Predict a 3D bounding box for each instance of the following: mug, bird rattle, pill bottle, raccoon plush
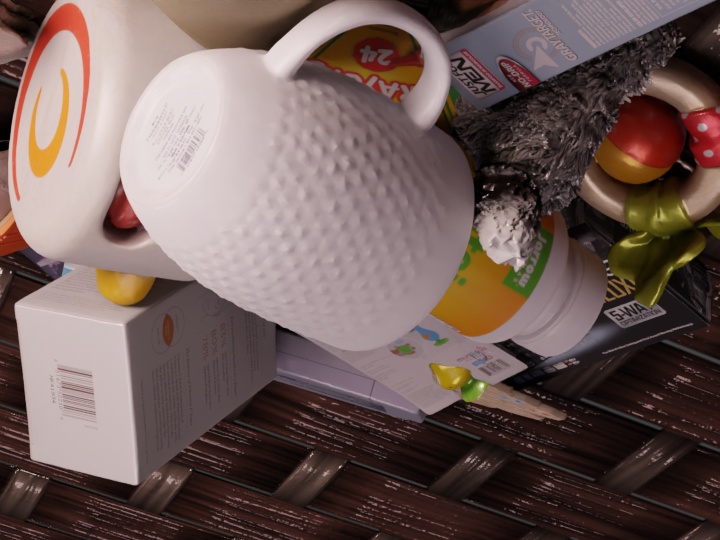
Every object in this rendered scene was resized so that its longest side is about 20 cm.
[{"bbox_3d":[-0.029,-0.068,0.940,0.175,0.148,0.200,25,112,-41],"label":"mug"},{"bbox_3d":[0.207,-0.078,1.100,0.162,0.113,0.200,30,141,0],"label":"bird rattle"},{"bbox_3d":[0.070,-0.019,1.116,0.199,0.112,0.111,29,142,-28],"label":"pill bottle"},{"bbox_3d":[0.137,-0.090,1.004,0.096,0.201,0.134,33,121,-27],"label":"raccoon plush"}]

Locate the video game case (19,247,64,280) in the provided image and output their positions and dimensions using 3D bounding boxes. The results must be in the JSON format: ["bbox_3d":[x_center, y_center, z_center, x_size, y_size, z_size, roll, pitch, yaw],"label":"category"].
[{"bbox_3d":[-0.198,-0.009,1.375,0.142,0.019,0.200,-15,137,32],"label":"video game case"}]

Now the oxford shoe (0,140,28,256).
[{"bbox_3d":[-0.272,-0.060,1.283,0.199,0.073,0.071,-28,173,39],"label":"oxford shoe"}]

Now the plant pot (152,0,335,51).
[{"bbox_3d":[-0.067,-0.206,0.934,0.185,0.189,0.200,9,158,2],"label":"plant pot"}]

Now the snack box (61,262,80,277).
[{"bbox_3d":[-0.204,0.050,1.412,0.115,0.037,0.201,14,145,-7],"label":"snack box"}]

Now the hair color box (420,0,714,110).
[{"bbox_3d":[0.132,-0.181,0.963,0.199,0.100,0.060,-23,133,39],"label":"hair color box"}]

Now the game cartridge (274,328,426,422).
[{"bbox_3d":[-0.038,0.081,1.381,0.198,0.042,0.133,17,168,6],"label":"game cartridge"}]

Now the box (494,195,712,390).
[{"bbox_3d":[0.148,0.014,1.283,0.199,0.050,0.157,-23,135,40],"label":"box"}]

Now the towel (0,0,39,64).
[{"bbox_3d":[-0.292,-0.153,1.074,0.131,0.035,0.200,-11,178,7],"label":"towel"}]

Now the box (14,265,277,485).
[{"bbox_3d":[-0.153,0.053,1.221,0.097,0.200,0.126,9,113,26],"label":"box"}]

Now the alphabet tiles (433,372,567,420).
[{"bbox_3d":[0.066,0.085,1.361,0.195,0.015,0.199,12,170,43],"label":"alphabet tiles"}]

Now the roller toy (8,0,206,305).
[{"bbox_3d":[-0.139,-0.087,1.082,0.139,0.202,0.182,10,165,-29],"label":"roller toy"}]

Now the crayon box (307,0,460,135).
[{"bbox_3d":[0.004,-0.120,1.131,0.126,0.051,0.201,11,146,-2],"label":"crayon box"}]

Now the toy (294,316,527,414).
[{"bbox_3d":[0.016,0.029,1.202,0.199,0.048,0.115,35,140,-23],"label":"toy"}]
